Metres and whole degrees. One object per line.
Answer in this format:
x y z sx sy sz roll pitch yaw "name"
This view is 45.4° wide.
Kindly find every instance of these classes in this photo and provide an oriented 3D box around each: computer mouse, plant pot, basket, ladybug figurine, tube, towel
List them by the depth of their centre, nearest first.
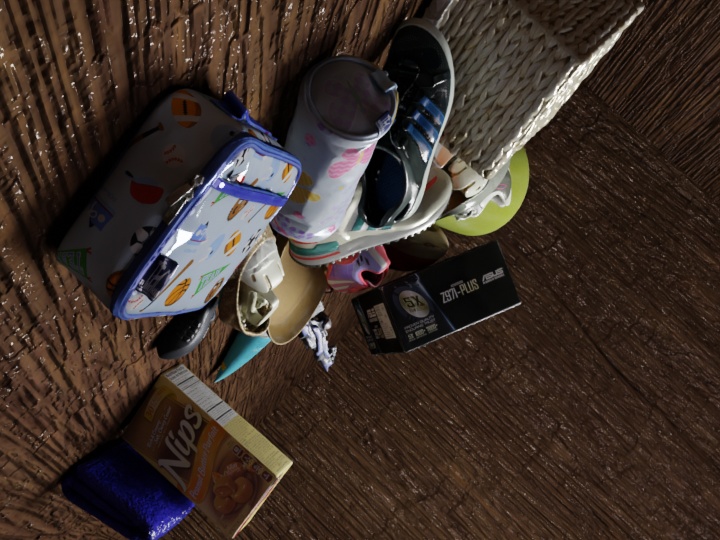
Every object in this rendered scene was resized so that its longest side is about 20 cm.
0.158 -0.236 0.911 0.198 0.161 0.200 -43 174 -42 "basket"
-0.153 0.027 0.972 0.200 0.034 0.059 -48 173 -6 "computer mouse"
-0.072 -0.009 1.035 0.201 0.027 0.201 90 26 -53 "plant pot"
-0.278 0.271 1.135 0.050 0.146 0.200 -68 167 17 "towel"
0.041 -0.049 1.174 0.199 0.136 0.072 13 114 -51 "ladybug figurine"
0.128 -0.147 1.280 0.188 0.188 0.199 -50 157 23 "plant pot"
-0.176 0.117 1.329 0.077 0.050 0.200 -38 174 -35 "tube"

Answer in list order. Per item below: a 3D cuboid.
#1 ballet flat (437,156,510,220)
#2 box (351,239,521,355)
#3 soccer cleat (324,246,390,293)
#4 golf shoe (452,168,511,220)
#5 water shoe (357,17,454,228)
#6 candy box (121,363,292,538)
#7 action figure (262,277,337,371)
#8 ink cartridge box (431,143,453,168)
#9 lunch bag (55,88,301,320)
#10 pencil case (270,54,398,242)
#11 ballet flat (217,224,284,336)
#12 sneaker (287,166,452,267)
0.104 -0.095 1.051 0.199 0.068 0.064 -32 -176 -3 "ballet flat"
0.091 0.040 1.119 0.162 0.087 0.200 -21 178 -12 "box"
0.000 0.000 1.047 0.067 0.077 0.200 -40 166 -12 "soccer cleat"
0.120 -0.103 1.134 0.198 0.089 0.077 -21 -171 -22 "golf shoe"
0.042 -0.136 0.827 0.079 0.071 0.203 -39 139 -61 "water shoe"
-0.199 0.231 1.112 0.116 0.199 0.055 -54 172 19 "candy box"
-0.076 0.036 1.195 0.193 0.104 0.202 -37 133 -26 "action figure"
0.121 -0.204 1.111 0.200 0.050 0.162 -42 -165 -15 "ink cartridge box"
-0.116 -0.045 0.608 0.161 0.075 0.200 -51 175 6 "lunch bag"
-0.031 -0.104 0.777 0.091 0.083 0.200 -48 175 -31 "pencil case"
-0.107 0.005 0.880 0.071 0.065 0.201 -47 165 -28 "ballet flat"
0.008 -0.080 0.918 0.198 0.071 0.094 -22 132 -9 "sneaker"
